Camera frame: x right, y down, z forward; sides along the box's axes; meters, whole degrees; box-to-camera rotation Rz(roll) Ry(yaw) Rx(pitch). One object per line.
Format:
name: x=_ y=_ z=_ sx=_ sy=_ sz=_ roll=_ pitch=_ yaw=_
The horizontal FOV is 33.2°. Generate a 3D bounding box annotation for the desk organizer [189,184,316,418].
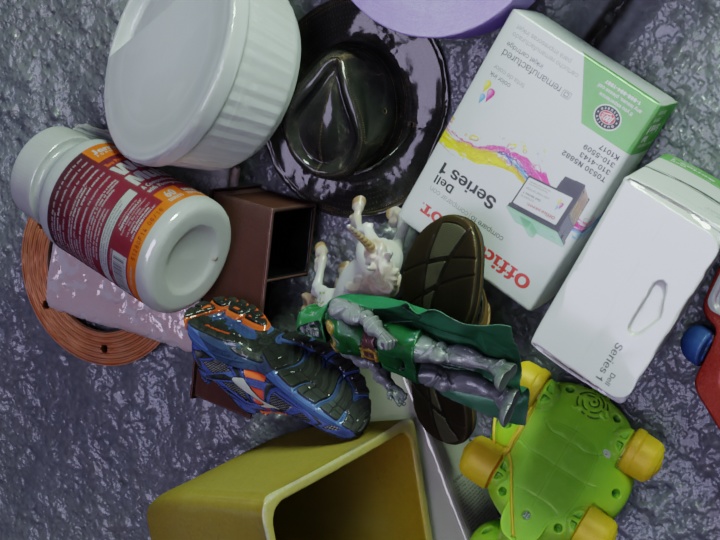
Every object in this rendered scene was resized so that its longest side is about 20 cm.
desk organizer: x=-0.100 y=0.028 z=1.130 sx=0.076 sy=0.071 sz=0.204 roll=16 pitch=105 yaw=34

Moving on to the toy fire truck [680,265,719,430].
toy fire truck: x=0.339 y=0.057 z=0.944 sx=0.167 sy=0.111 sz=0.203 roll=36 pitch=112 yaw=40

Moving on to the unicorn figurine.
unicorn figurine: x=0.000 y=0.000 z=1.042 sx=0.073 sy=0.139 sz=0.202 roll=9 pitch=130 yaw=-10

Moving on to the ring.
ring: x=-0.262 y=-0.004 z=1.232 sx=0.197 sy=0.019 sz=0.204 roll=4 pitch=101 yaw=24

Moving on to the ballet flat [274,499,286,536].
ballet flat: x=-0.051 y=0.203 z=1.154 sx=0.070 sy=0.071 sz=0.201 roll=37 pitch=110 yaw=13

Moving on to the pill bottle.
pill bottle: x=-0.220 y=-0.052 z=1.094 sx=0.198 sy=0.109 sz=0.111 roll=30 pitch=110 yaw=29

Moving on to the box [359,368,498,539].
box: x=0.050 y=0.152 z=1.089 sx=0.068 sy=0.082 sz=0.203 roll=-22 pitch=88 yaw=27

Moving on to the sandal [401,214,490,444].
sandal: x=0.081 y=0.047 z=1.003 sx=0.081 sy=0.054 sz=0.203 roll=15 pitch=118 yaw=43

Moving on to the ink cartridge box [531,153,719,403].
ink cartridge box: x=0.218 y=-0.002 z=0.922 sx=0.084 sy=0.200 sz=0.148 roll=32 pitch=109 yaw=14

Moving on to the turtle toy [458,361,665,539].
turtle toy: x=0.156 y=0.184 z=1.021 sx=0.145 sy=0.101 sz=0.201 roll=31 pitch=79 yaw=16

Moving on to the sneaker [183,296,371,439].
sneaker: x=-0.070 y=0.093 z=1.046 sx=0.198 sy=0.075 sz=0.079 roll=28 pitch=131 yaw=32

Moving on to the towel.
towel: x=-0.215 y=-0.030 z=1.181 sx=0.197 sy=0.032 sz=0.194 roll=15 pitch=105 yaw=22

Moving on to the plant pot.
plant pot: x=-0.071 y=0.243 z=1.034 sx=0.198 sy=0.194 sz=0.198 roll=-1 pitch=102 yaw=41

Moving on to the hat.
hat: x=-0.021 y=-0.143 z=1.069 sx=0.197 sy=0.081 sz=0.204 roll=4 pitch=100 yaw=24

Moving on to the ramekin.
ramekin: x=-0.136 y=-0.183 z=1.069 sx=0.201 sy=0.093 sz=0.206 roll=-17 pitch=66 yaw=44

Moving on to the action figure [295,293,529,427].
action figure: x=0.033 y=0.064 z=0.961 sx=0.198 sy=0.055 sz=0.119 roll=17 pitch=138 yaw=29

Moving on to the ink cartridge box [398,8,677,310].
ink cartridge box: x=0.144 y=-0.091 z=1.004 sx=0.144 sy=0.084 sz=0.202 roll=35 pitch=112 yaw=14

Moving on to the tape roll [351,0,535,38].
tape roll: x=0.068 y=-0.292 z=0.983 sx=0.197 sy=0.065 sz=0.204 roll=4 pitch=100 yaw=22
